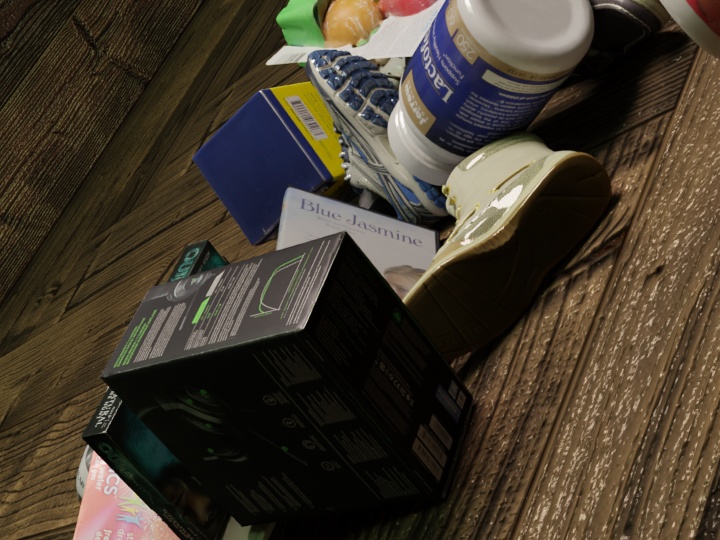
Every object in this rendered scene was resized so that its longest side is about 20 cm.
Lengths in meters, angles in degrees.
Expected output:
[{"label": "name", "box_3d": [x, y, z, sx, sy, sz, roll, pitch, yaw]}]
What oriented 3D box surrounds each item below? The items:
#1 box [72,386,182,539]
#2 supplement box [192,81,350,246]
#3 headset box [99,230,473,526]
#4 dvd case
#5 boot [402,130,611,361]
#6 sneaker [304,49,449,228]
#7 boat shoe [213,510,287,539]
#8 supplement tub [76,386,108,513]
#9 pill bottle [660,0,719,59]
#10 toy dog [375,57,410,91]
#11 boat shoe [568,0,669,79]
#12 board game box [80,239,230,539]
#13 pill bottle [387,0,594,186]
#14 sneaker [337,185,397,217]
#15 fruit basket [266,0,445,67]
[{"label": "box", "box_3d": [-0.165, 0.175, 1.105, 0.103, 0.094, 0.201, 87, -171, -59]}, {"label": "supplement box", "box_3d": [-0.049, -0.113, 1.346, 0.109, 0.110, 0.200, -40, -8, 30]}, {"label": "headset box", "box_3d": [-0.054, 0.084, 0.950, 0.199, 0.174, 0.093, -16, 36, 35]}, {"label": "dvd case", "box_3d": [0.000, 0.000, 1.111, 0.200, 0.142, 0.018, -88, 16, -61]}, {"label": "boot", "box_3d": [0.089, -0.023, 1.047, 0.200, 0.072, 0.155, -45, 20, 2]}, {"label": "sneaker", "box_3d": [0.007, -0.113, 1.238, 0.077, 0.200, 0.085, -23, -20, -49]}, {"label": "boat shoe", "box_3d": [-0.076, 0.173, 1.091, 0.071, 0.061, 0.202, -15, 35, 18]}, {"label": "supplement tub", "box_3d": [-0.192, 0.168, 1.269, 0.122, 0.122, 0.200, -42, 20, 26]}, {"label": "pill bottle", "box_3d": [0.294, -0.239, 0.902, 0.200, 0.111, 0.111, -39, 23, 34]}, {"label": "toy dog", "box_3d": [0.052, -0.232, 1.477, 0.200, 0.096, 0.132, -23, 33, 55]}, {"label": "boat shoe", "box_3d": [0.188, -0.191, 1.134, 0.065, 0.072, 0.200, -59, 16, -7]}, {"label": "board game box", "box_3d": [-0.124, 0.093, 1.052, 0.028, 0.135, 0.200, -14, 37, 34]}, {"label": "pill bottle", "box_3d": [0.099, -0.160, 1.120, 0.116, 0.115, 0.200, -65, 5, -34]}, {"label": "sneaker", "box_3d": [-0.005, -0.020, 1.300, 0.200, 0.070, 0.082, -44, 46, 13]}, {"label": "fruit basket", "box_3d": [0.028, -0.254, 1.342, 0.199, 0.094, 0.186, 6, 46, 30]}]
